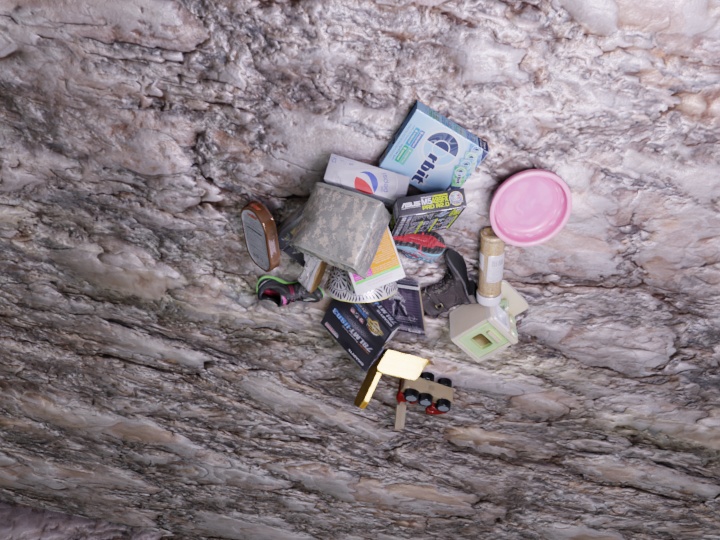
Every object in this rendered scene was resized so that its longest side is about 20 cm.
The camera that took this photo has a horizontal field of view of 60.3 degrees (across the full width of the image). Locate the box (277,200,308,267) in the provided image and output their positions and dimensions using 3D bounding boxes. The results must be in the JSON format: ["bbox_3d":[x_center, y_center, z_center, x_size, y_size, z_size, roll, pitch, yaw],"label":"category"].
[{"bbox_3d":[-0.112,-0.095,1.606,0.157,0.049,0.198,39,125,-25],"label":"box"}]

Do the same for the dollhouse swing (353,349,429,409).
[{"bbox_3d":[0.089,0.330,1.818,0.176,0.182,0.200,14,170,-7],"label":"dollhouse swing"}]

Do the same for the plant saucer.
[{"bbox_3d":[0.402,-0.154,1.481,0.193,0.052,0.206,0,126,-1],"label":"plant saucer"}]

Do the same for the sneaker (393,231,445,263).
[{"bbox_3d":[0.114,-0.065,1.585,0.194,0.081,0.096,21,151,4],"label":"sneaker"}]

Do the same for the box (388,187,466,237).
[{"bbox_3d":[0.150,-0.131,1.449,0.155,0.046,0.200,-10,171,-5],"label":"box"}]

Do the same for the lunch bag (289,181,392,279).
[{"bbox_3d":[-0.052,-0.097,1.424,0.195,0.168,0.117,22,173,21],"label":"lunch bag"}]

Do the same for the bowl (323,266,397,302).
[{"bbox_3d":[0.000,0.000,1.608,0.193,0.202,0.097,1,110,5],"label":"bowl"}]

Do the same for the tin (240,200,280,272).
[{"bbox_3d":[-0.257,-0.084,1.599,0.110,0.042,0.204,28,139,30],"label":"tin"}]

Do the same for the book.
[{"bbox_3d":[0.015,-0.058,1.502,0.130,0.048,0.206,-19,88,-5],"label":"book"}]

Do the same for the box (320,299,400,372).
[{"bbox_3d":[-0.004,0.149,1.743,0.200,0.049,0.200,46,132,16],"label":"box"}]

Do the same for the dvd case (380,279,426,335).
[{"bbox_3d":[0.107,0.098,1.750,0.144,0.016,0.204,8,136,23],"label":"dvd case"}]

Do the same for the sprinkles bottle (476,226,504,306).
[{"bbox_3d":[0.336,-0.009,1.599,0.066,0.069,0.205,0,122,6],"label":"sprinkles bottle"}]

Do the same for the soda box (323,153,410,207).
[{"bbox_3d":[0.015,-0.206,1.445,0.194,0.065,0.068,18,171,3],"label":"soda box"}]

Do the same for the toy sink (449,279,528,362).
[{"bbox_3d":[0.361,0.146,1.724,0.129,0.114,0.198,38,125,-26],"label":"toy sink"}]

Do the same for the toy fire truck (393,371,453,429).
[{"bbox_3d":[0.188,0.431,2.004,0.171,0.132,0.201,18,143,-10],"label":"toy fire truck"}]

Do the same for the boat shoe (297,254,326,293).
[{"bbox_3d":[-0.116,-0.039,1.576,0.068,0.071,0.204,31,119,12],"label":"boat shoe"}]

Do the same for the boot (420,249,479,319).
[{"bbox_3d":[0.218,0.046,1.686,0.170,0.070,0.202,-16,122,29],"label":"boot"}]

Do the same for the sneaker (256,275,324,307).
[{"bbox_3d":[-0.198,0.070,1.739,0.193,0.085,0.078,5,134,2],"label":"sneaker"}]

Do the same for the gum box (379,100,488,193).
[{"bbox_3d":[0.166,-0.265,1.425,0.196,0.045,0.171,25,130,-17],"label":"gum box"}]
